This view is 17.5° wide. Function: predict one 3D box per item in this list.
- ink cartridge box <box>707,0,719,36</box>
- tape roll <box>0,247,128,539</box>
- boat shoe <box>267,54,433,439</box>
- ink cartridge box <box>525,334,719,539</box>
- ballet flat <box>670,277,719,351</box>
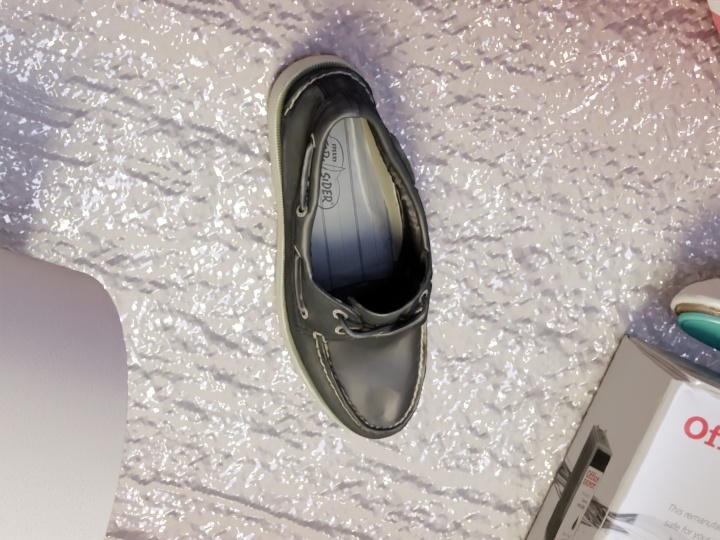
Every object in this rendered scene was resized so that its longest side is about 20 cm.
[{"bbox_3d":[0.229,-0.201,1.143,0.146,0.083,0.201,-30,118,-10],"label":"ink cartridge box"},{"bbox_3d":[-0.203,0.079,0.991,0.138,0.203,0.204,18,101,-28],"label":"tape roll"},{"bbox_3d":[0.002,-0.001,1.126,0.074,0.066,0.201,-12,113,-19],"label":"boat shoe"},{"bbox_3d":[0.169,0.155,1.235,0.146,0.083,0.201,23,98,-19],"label":"ink cartridge box"},{"bbox_3d":[0.241,0.034,1.251,0.199,0.069,0.070,29,96,-33],"label":"ballet flat"}]
